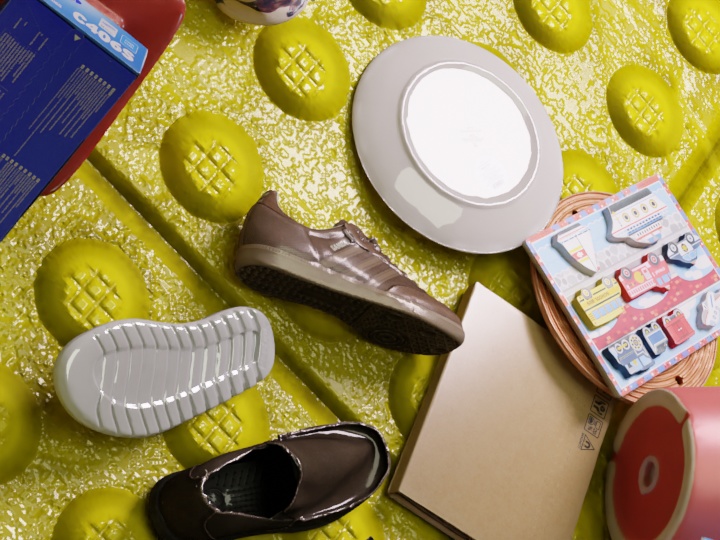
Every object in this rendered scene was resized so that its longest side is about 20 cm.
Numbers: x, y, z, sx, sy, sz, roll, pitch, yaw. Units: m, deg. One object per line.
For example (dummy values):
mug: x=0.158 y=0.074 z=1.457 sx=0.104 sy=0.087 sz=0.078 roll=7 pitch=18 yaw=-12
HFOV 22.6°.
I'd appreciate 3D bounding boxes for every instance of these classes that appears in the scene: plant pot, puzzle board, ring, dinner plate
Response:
plant pot: x=0.307 y=0.179 z=1.457 sx=0.176 sy=0.200 sz=0.202 roll=12 pitch=67 yaw=-18
puzzle board: x=0.239 y=0.007 z=1.532 sx=0.199 sy=0.017 sz=0.151 roll=-25 pitch=81 yaw=-43
ring: x=0.223 y=0.025 z=1.534 sx=0.199 sy=0.019 sz=0.202 roll=18 pitch=56 yaw=-28
dinner plate: x=0.086 y=-0.110 z=1.492 sx=0.199 sy=0.024 sz=0.201 roll=11 pitch=65 yaw=-23

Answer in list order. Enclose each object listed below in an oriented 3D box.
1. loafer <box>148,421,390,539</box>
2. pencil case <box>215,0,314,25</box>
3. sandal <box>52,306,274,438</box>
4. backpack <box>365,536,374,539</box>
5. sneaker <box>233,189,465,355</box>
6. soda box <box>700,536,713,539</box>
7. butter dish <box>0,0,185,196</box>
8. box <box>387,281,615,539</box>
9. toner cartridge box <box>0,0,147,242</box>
loafer: x=-0.052 y=0.154 z=1.296 sx=0.199 sy=0.071 sz=0.073 roll=-16 pitch=82 yaw=-35
pencil case: x=-0.079 y=-0.279 z=1.363 sx=0.089 sy=0.201 sz=0.078 roll=-5 pitch=49 yaw=0
sandal: x=-0.143 y=0.073 z=1.284 sx=0.202 sy=0.050 sz=0.083 roll=-6 pitch=92 yaw=-47
backpack: x=-0.025 y=0.272 z=1.219 sx=0.199 sy=0.167 sz=0.127 roll=-24 pitch=91 yaw=-21
sneaker: x=0.000 y=0.000 z=1.384 sx=0.199 sy=0.070 sz=0.076 roll=24 pitch=61 yaw=-24
soda box: x=0.274 y=0.281 z=1.384 sx=0.064 sy=0.200 sz=0.068 roll=14 pitch=60 yaw=14
butter dish: x=-0.242 y=-0.188 z=1.251 sx=0.199 sy=0.200 sz=0.148 roll=32 pitch=27 yaw=-17
box: x=0.119 y=0.132 z=1.443 sx=0.163 sy=0.021 sz=0.201 roll=34 pitch=58 yaw=-19
toner cartridge box: x=-0.237 y=-0.096 z=1.192 sx=0.095 sy=0.200 sz=0.043 roll=37 pitch=25 yaw=-18
